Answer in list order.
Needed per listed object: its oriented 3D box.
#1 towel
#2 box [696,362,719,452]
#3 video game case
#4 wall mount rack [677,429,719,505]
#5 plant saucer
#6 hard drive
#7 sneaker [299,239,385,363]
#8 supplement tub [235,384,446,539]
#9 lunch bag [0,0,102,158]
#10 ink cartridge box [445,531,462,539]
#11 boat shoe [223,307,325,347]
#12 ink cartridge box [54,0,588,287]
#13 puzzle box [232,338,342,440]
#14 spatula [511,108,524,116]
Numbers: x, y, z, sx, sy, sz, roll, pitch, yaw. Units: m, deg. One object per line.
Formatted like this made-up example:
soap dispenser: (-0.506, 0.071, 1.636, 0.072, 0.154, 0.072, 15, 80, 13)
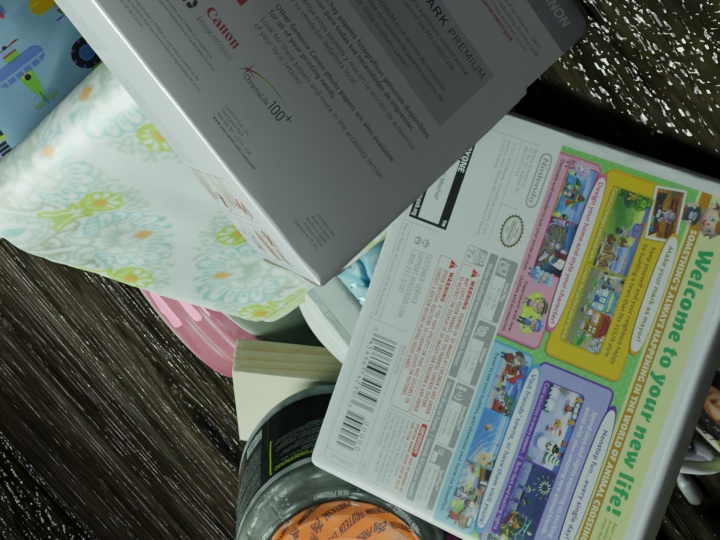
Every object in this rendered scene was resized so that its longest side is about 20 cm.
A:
towel: (-0.078, -0.041, 0.871, 0.199, 0.048, 0.171, 20, 139, -35)
box: (0.221, 0.082, 0.837, 0.200, 0.050, 0.075, 44, 161, -1)
video game case: (0.081, 0.033, 0.800, 0.181, 0.202, 0.022, 22, -175, 32)
wall mount rack: (0.156, 0.109, 0.946, 0.172, 0.075, 0.200, 11, -169, -20)
plant saucer: (-0.116, 0.001, 1.195, 0.201, 0.051, 0.201, 52, -173, -8)
hard drive: (0.049, 0.102, 0.908, 0.200, 0.026, 0.132, 50, 175, 33)
sneaker: (0.000, 0.000, 0.991, 0.200, 0.074, 0.082, 51, 162, -22)
supplement tub: (-0.013, 0.152, 0.986, 0.123, 0.122, 0.200, 48, -173, -11)
lunch bag: (-0.160, -0.136, 0.914, 0.151, 0.200, 0.094, 53, 157, -24)
ink cartridge box: (0.071, 0.160, 1.087, 0.042, 0.120, 0.200, 33, 153, -1)
boat shoe: (-0.039, 0.022, 1.126, 0.200, 0.070, 0.071, 29, 175, -29)
ink cartridge box: (-0.026, -0.128, 0.735, 0.200, 0.175, 0.084, 52, 168, -20)
puzzle box: (0.015, 0.091, 1.127, 0.198, 0.026, 0.133, 6, 154, 0)
spatula: (0.027, -0.111, 0.863, 0.200, 0.021, 0.057, 47, 140, 4)
